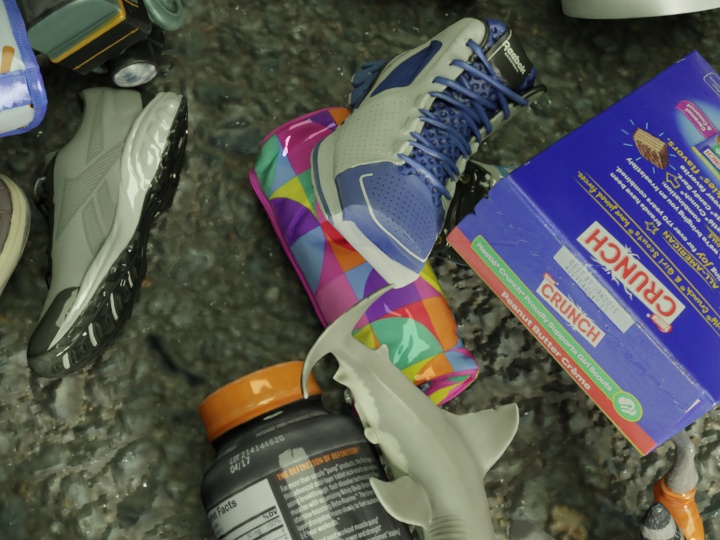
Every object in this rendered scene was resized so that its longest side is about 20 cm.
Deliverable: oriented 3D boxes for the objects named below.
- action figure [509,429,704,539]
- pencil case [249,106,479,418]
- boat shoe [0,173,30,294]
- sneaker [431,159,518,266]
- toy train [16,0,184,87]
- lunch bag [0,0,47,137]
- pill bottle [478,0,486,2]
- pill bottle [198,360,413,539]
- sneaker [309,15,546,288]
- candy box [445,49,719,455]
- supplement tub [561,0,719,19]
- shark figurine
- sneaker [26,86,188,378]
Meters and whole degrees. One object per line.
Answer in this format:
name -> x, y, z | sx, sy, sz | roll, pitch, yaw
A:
action figure -> 0.161, 0.207, 1.021 | 0.200, 0.105, 0.194 | -42, 117, -24
pencil case -> 0.000, 0.000, 1.093 | 0.088, 0.088, 0.200 | -19, 74, -17
boat shoe -> -0.253, 0.026, 1.026 | 0.074, 0.073, 0.200 | 0, 69, 23
sneaker -> 0.111, -0.036, 1.143 | 0.200, 0.072, 0.072 | 7, 95, 4
toy train -> -0.178, -0.209, 1.102 | 0.085, 0.114, 0.200 | -26, 69, 21
lunch bag -> -0.280, -0.119, 1.022 | 0.170, 0.124, 0.200 | -17, 33, -16
pill bottle -> 0.004, -0.251, 1.166 | 0.200, 0.110, 0.110 | 20, 69, -4
pill bottle -> -0.026, 0.154, 1.020 | 0.106, 0.106, 0.200 | -19, 76, -16
sneaker -> 0.044, -0.091, 1.044 | 0.081, 0.115, 0.200 | 44, 32, -21
candy box -> 0.178, -0.015, 1.025 | 0.169, 0.077, 0.200 | 49, 48, 9
supplement tub -> 0.184, -0.272, 1.154 | 0.145, 0.145, 0.200 | -11, 105, -14
shark figurine -> 0.041, 0.084, 0.991 | 0.089, 0.128, 0.215 | -25, 112, 8
sneaker -> -0.166, -0.025, 1.081 | 0.079, 0.074, 0.200 | 14, 63, 4
